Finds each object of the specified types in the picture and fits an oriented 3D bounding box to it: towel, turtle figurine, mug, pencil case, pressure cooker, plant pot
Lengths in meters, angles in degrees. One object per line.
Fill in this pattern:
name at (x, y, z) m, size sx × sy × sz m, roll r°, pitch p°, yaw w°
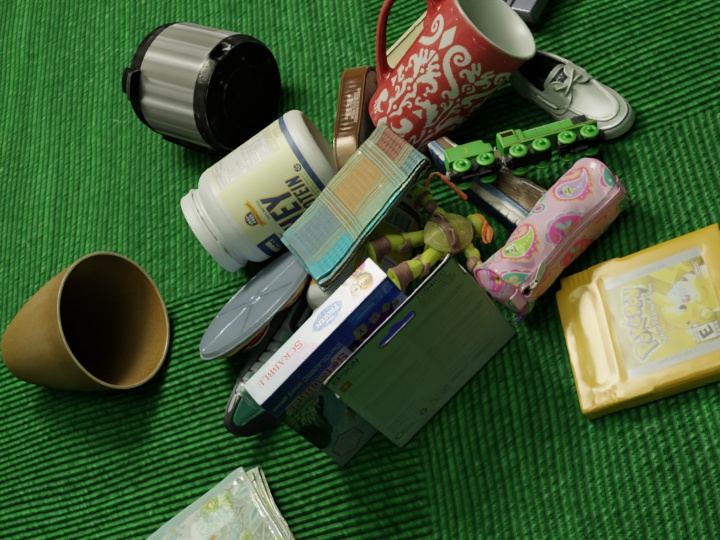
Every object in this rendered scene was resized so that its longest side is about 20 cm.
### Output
towel at (-0.010, -0.082, 1.474) m, size 0.200 × 0.022 × 0.147 m, roll -50°, pitch 34°, yaw 5°
turtle figurine at (0.099, -0.027, 1.446) m, size 0.161 × 0.064 × 0.200 m, roll -26°, pitch 71°, yaw -20°
towel at (-0.167, 0.350, 1.445) m, size 0.200 × 0.048 × 0.171 m, roll -39°, pitch 50°, yaw 5°
mug at (0.098, -0.266, 1.554) m, size 0.178 × 0.133 × 0.200 m, roll 54°, pitch 126°, yaw 16°
pencil case at (0.223, -0.037, 1.405) m, size 0.200 × 0.088 × 0.087 m, roll -46°, pitch 50°, yaw -13°
pressure cooker at (-0.237, -0.272, 1.770) m, size 0.200 × 0.176 × 0.179 m, roll 19°, pitch 70°, yaw 33°
plant pot at (-0.398, 0.089, 1.666) m, size 0.200 × 0.186 × 0.187 m, roll -18°, pitch 54°, yaw 36°

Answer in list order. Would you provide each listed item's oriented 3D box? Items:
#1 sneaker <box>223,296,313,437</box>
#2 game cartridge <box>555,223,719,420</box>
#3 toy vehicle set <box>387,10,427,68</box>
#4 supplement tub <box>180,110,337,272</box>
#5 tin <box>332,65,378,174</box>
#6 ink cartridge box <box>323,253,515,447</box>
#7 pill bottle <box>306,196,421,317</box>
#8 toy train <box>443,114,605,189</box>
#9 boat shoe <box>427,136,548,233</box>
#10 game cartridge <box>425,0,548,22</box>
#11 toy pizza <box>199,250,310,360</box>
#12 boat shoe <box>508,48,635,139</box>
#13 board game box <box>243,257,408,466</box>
sneaker at (-0.119, 0.121, 1.551) m, size 0.087 × 0.074 × 0.200 m, roll 8°, pitch 60°, yaw 54°
game cartridge at (0.323, 0.056, 1.341) m, size 0.200 × 0.032 × 0.177 m, roll -20°, pitch 54°, yaw 18°
toy vehicle set at (0.136, -0.330, 1.681) m, size 0.200 × 0.027 × 0.124 m, roll -45°, pitch 50°, yaw 0°
supplement tub at (-0.124, -0.103, 1.623) m, size 0.200 × 0.145 × 0.145 m, roll -35°, pitch 51°, yaw 9°
tin at (0.005, -0.183, 1.613) m, size 0.042 × 0.112 × 0.200 m, roll -6°, pitch 55°, yaw 17°
ink cartridge box at (0.062, 0.087, 1.367) m, size 0.200 × 0.200 × 0.041 m, roll -45°, pitch 50°, yaw -1°
pill bottle at (0.000, 0.000, 1.513) m, size 0.109 × 0.109 × 0.200 m, roll 5°, pitch 65°, yaw 32°
toy train at (0.195, -0.146, 1.465) m, size 0.199 × 0.042 × 0.056 m, roll -15°, pitch 46°, yaw -4°
boat shoe at (0.167, -0.113, 1.514) m, size 0.072 × 0.072 × 0.200 m, roll -43°, pitch 60°, yaw -5°
game cartridge at (0.181, -0.410, 1.664) m, size 0.200 × 0.038 × 0.130 m, roll 21°, pitch 70°, yaw 37°
toy pizza at (-0.126, 0.047, 1.553) m, size 0.200 × 0.032 × 0.200 m, roll -39°, pitch 16°, yaw 14°
boat shoe at (0.254, -0.227, 1.525) m, size 0.200 × 0.065 × 0.074 m, roll 32°, pitch 81°, yaw 39°
board game box at (-0.006, 0.111, 1.393) m, size 0.200 × 0.200 × 0.041 m, roll -46°, pitch 51°, yaw 0°
